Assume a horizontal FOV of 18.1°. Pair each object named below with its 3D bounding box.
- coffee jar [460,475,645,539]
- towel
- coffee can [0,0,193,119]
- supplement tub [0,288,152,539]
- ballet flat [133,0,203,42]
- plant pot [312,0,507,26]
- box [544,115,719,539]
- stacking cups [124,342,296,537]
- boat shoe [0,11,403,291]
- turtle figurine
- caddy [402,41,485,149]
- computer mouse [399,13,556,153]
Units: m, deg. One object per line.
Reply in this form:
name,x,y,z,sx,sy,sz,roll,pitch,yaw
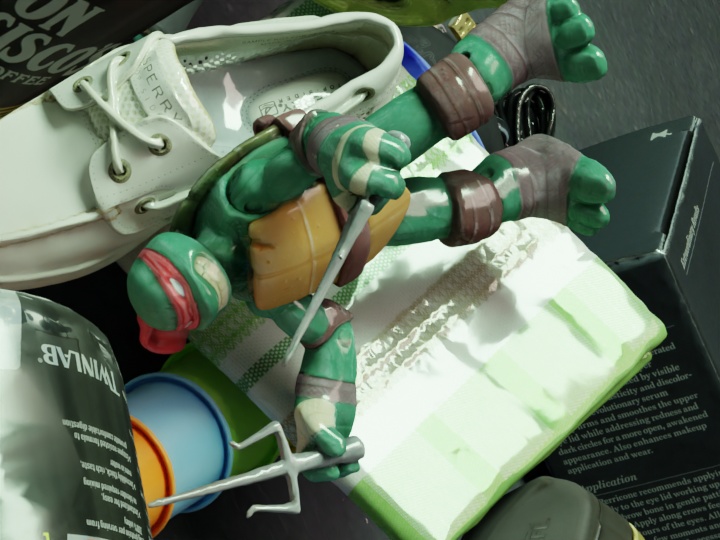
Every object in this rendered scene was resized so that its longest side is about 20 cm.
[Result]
coffee jar,0.108,0.172,0.832,0.200,0.085,0.105,44,40,-16
towel,0.000,0.000,0.851,0.200,0.031,0.149,46,61,9
coffee can,-0.147,-0.105,0.673,0.146,0.199,0.147,40,35,-36
supplement tub,-0.111,0.117,0.623,0.122,0.122,0.201,23,47,-52
ballet flat,-0.080,-0.141,0.890,0.073,0.073,0.200,54,3,-16
plant pot,0.022,-0.205,0.889,0.200,0.199,0.191,36,40,-41
box,0.152,0.049,1.136,0.201,0.104,0.148,63,26,-20
stacking cups,-0.081,0.065,0.804,0.200,0.060,0.061,-25,88,-59
boat shoe,-0.074,-0.053,0.798,0.199,0.069,0.071,-22,73,-25
turtle figurine,-0.006,-0.013,0.760,0.101,0.199,0.150,47,-26,26
caddy,0.004,-0.021,0.966,0.142,0.105,0.200,54,28,-16
computer mouse,0.057,-0.100,1.198,0.200,0.046,0.141,39,36,-38
